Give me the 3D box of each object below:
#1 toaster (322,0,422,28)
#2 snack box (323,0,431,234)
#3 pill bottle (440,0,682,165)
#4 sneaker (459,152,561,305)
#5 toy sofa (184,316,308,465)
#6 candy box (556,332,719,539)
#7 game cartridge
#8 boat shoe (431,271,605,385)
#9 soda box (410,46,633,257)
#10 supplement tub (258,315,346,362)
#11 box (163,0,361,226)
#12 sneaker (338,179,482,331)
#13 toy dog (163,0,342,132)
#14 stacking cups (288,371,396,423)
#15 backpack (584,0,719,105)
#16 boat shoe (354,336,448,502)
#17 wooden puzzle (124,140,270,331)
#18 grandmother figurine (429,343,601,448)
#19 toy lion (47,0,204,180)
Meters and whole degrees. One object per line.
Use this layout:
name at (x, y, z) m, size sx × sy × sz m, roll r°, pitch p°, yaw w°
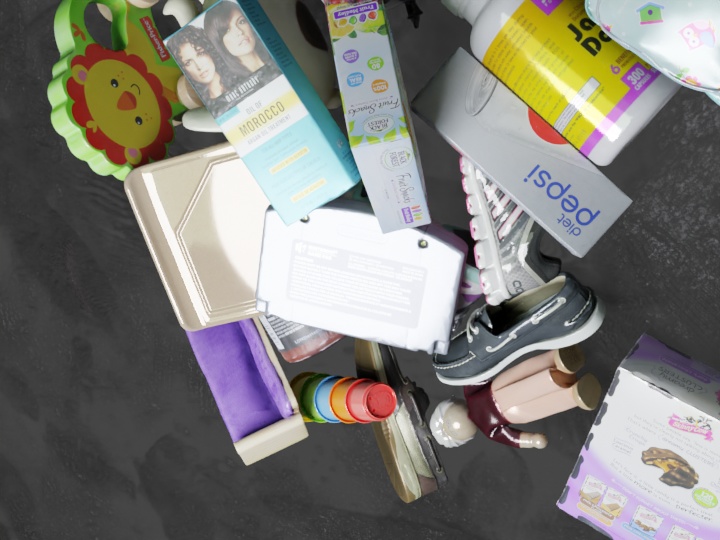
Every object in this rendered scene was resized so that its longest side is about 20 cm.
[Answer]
toaster at (0.025, -0.321, 0.948) m, size 0.181 × 0.119 × 0.200 m, roll -31°, pitch 96°, yaw 43°
snack box at (0.018, -0.132, 0.966) m, size 0.053 × 0.200 × 0.143 m, roll -13°, pitch 70°, yaw 4°
pill bottle at (0.164, -0.188, 0.935) m, size 0.200 × 0.104 × 0.104 m, roll 43°, pitch 132°, yaw 7°
sneaker at (0.143, -0.071, 1.044) m, size 0.087 × 0.074 × 0.200 m, roll -9°, pitch 95°, yaw 10°
toy sofa at (-0.137, 0.108, 1.264) m, size 0.098 × 0.083 × 0.200 m, roll 80°, pitch 164°, yaw -62°
candy box at (0.303, 0.186, 1.077) m, size 0.168 × 0.072 × 0.200 m, roll 29°, pitch 130°, yaw 19°
game cartridge at (0.000, 0.000, 1.088) m, size 0.199 × 0.042 × 0.133 m, roll 13°, pitch 109°, yaw 9°
boat shoe at (0.143, 0.054, 1.107) m, size 0.200 × 0.076 × 0.060 m, roll -29°, pitch 121°, yaw 31°
soda box at (0.138, -0.102, 0.973) m, size 0.200 × 0.063 × 0.068 m, roll 42°, pitch 96°, yaw 1°
supplement tub at (-0.086, -0.008, 1.218) m, size 0.107 × 0.107 × 0.200 m, roll -24°, pitch 99°, yaw 42°
box at (-0.084, -0.147, 1.009) m, size 0.082 × 0.049 × 0.200 m, roll -30°, pitch 100°, yaw 21°
sneaker at (0.032, -0.010, 1.152) m, size 0.200 × 0.078 × 0.140 m, roll 38°, pitch 131°, yaw 12°
toy dog at (-0.094, -0.244, 1.069) m, size 0.193 × 0.140 × 0.200 m, roll 8°, pitch 121°, yaw 18°
stacking cups at (-0.017, 0.141, 1.240) m, size 0.061 × 0.060 × 0.200 m, roll 61°, pitch 153°, yaw -9°
backpack at (0.284, -0.208, 0.812) m, size 0.200 × 0.153 × 0.176 m, roll 34°, pitch 125°, yaw 6°
boat shoe at (0.045, 0.154, 1.249) m, size 0.073 × 0.065 × 0.201 m, roll 168°, pitch 87°, yaw -72°
wooden puzzle at (-0.118, -0.042, 1.136) m, size 0.200 × 0.037 × 0.185 m, roll -14°, pitch 109°, yaw 15°
grandmother figurine at (0.149, 0.135, 1.166) m, size 0.200 × 0.060 × 0.122 m, roll -32°, pitch 73°, yaw 40°
toy lion at (-0.253, -0.202, 1.165) m, size 0.069 × 0.192 × 0.200 m, roll -18°, pitch 104°, yaw 40°
